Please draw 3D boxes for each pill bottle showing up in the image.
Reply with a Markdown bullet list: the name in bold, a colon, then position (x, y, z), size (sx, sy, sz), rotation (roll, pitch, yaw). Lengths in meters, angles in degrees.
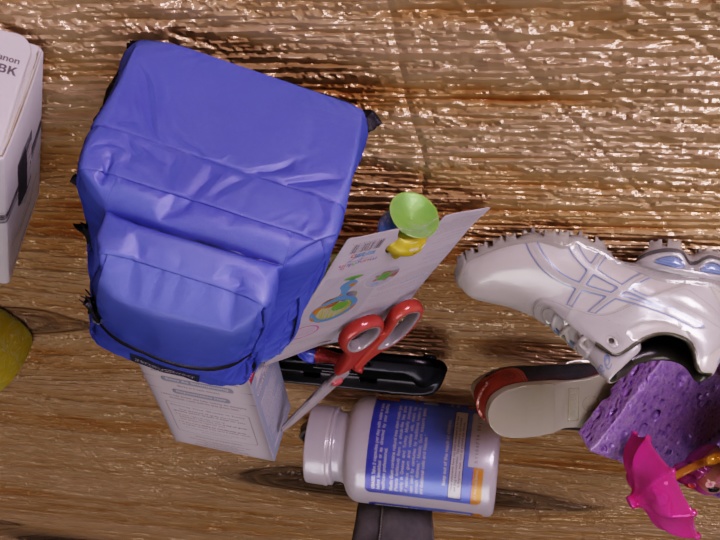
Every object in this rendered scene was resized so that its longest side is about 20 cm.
- **pill bottle**: position (0.044, 0.190, 1.122), size (0.198, 0.113, 0.112), rotation (6, 155, 8)

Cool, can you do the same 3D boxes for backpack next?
- **backpack**: position (-0.101, -0.018, 0.666), size (0.161, 0.169, 0.200), rotation (22, 156, -3)

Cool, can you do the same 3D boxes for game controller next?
- **game controller**: position (-0.020, 0.083, 0.990), size (0.198, 0.042, 0.104), rotation (4, 163, 8)

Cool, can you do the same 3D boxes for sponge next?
- **sponge**: position (0.301, 0.137, 0.949), size (0.199, 0.030, 0.112), rotation (22, 111, -26)

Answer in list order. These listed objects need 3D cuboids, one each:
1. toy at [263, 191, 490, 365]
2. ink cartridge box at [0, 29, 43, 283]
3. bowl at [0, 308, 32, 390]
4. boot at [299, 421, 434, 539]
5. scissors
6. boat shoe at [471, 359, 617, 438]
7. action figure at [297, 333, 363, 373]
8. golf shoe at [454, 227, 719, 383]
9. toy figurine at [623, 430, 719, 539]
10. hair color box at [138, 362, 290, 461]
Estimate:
- **toy**: position (0.000, 0.000, 0.788), size (0.114, 0.047, 0.200), rotation (-14, 162, -29)
- **ink cartridge box**: position (-0.286, -0.079, 0.689), size (0.143, 0.084, 0.200), rotation (15, 154, -11)
- **bowl**: position (-0.442, 0.095, 1.084), size (0.198, 0.108, 0.200), rotation (7, 155, 3)
- **boot**: position (0.004, 0.266, 1.188), size (0.180, 0.202, 0.073), rotation (-1, 157, 21)
- **scissors**: position (-0.009, 0.083, 0.889), size (0.073, 0.014, 0.200), rotation (-17, 154, -32)
- **boat shoe**: position (0.199, 0.114, 0.969), size (0.198, 0.072, 0.063), rotation (-1, -166, -10)
- **action figure**: position (-0.091, 0.042, 0.927), size (0.198, 0.052, 0.066), rotation (9, 150, 8)
- **golf shoe**: position (0.161, 0.028, 0.759), size (0.198, 0.098, 0.078), rotation (4, 157, 13)
- **toy figurine**: position (0.306, 0.146, 0.874), size (0.184, 0.151, 0.199), rotation (-32, 161, 35)
- **hair color box**: position (-0.124, 0.086, 0.911), size (0.098, 0.061, 0.201), rotation (10, 148, 10)
